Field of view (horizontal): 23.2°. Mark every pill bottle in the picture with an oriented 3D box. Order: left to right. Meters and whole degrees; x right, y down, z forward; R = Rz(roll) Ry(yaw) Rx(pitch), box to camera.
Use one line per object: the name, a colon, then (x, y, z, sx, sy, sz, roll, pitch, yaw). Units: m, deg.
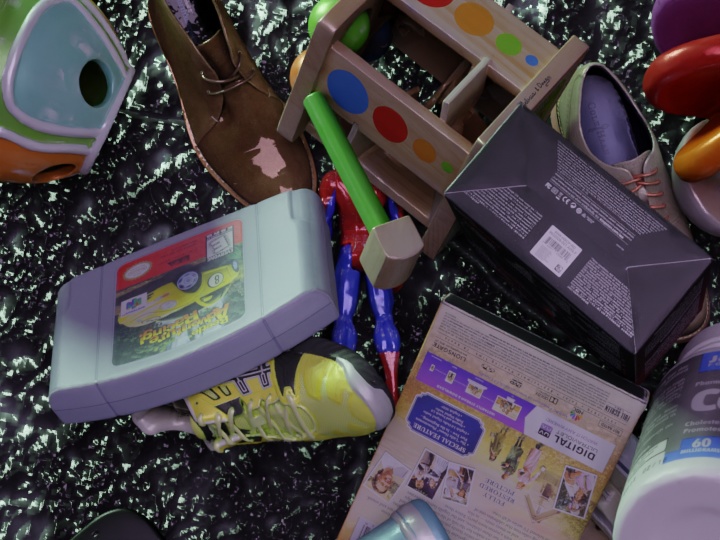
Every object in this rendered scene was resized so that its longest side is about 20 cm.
pill bottle: (0.224, 0.117, 1.067, 0.113, 0.200, 0.115, 8, 118, 15)

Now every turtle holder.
turtle holder: (-0.223, -0.141, 1.195, 0.131, 0.141, 0.186, 25, 41, -10)

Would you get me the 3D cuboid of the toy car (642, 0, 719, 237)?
toy car: (0.251, -0.130, 1.125, 0.149, 0.175, 0.201, 26, 59, -17)

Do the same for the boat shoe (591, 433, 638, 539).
boat shoe: (0.151, 0.129, 1.153, 0.200, 0.072, 0.062, 41, 81, 4)

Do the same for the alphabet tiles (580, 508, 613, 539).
alphabet tiles: (0.113, 0.197, 1.182, 0.167, 0.008, 0.201, 34, 83, 6)

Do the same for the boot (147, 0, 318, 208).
boot: (-0.094, -0.124, 1.207, 0.073, 0.075, 0.201, -29, 82, -6)

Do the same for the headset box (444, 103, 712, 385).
headset box: (0.138, -0.008, 1.097, 0.148, 0.200, 0.075, 41, 88, 14)

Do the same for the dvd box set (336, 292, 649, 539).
dvd box set: (0.080, 0.136, 1.131, 0.145, 0.029, 0.201, 25, 106, 9)

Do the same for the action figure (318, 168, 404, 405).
action figure: (0.000, 0.000, 1.196, 0.065, 0.052, 0.202, 0, 81, -3)

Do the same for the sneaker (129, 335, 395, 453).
sneaker: (-0.063, 0.088, 1.128, 0.199, 0.076, 0.077, 1, 41, 40)

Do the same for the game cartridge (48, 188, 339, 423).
game cartridge: (-0.111, 0.026, 1.145, 0.198, 0.041, 0.134, -22, 40, 10)

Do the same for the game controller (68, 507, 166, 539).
game controller: (-0.199, 0.251, 1.161, 0.200, 0.042, 0.104, -40, 82, -6)

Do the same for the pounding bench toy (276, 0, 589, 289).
pounding bench toy: (0.018, -0.101, 1.136, 0.156, 0.125, 0.200, 38, 55, 7)

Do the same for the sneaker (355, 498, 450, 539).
sneaker: (0.027, 0.258, 1.084, 0.130, 0.080, 0.201, -24, 78, -8)

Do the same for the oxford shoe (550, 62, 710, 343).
oxford shoe: (0.182, -0.046, 1.187, 0.070, 0.074, 0.201, -25, 81, -4)
